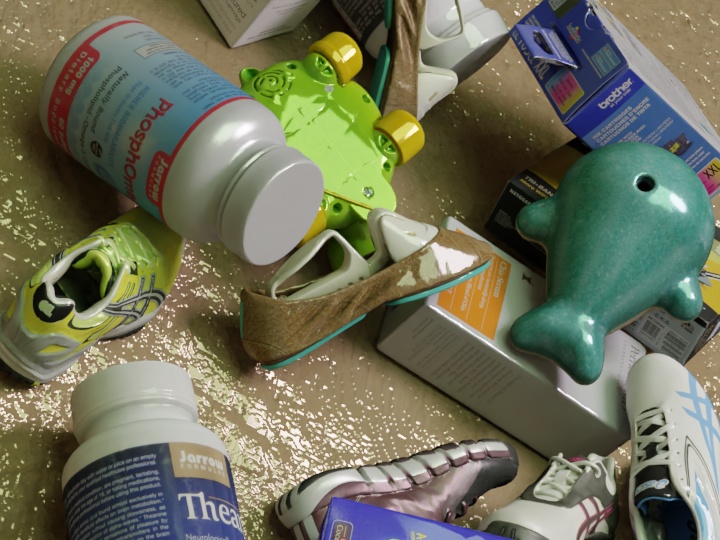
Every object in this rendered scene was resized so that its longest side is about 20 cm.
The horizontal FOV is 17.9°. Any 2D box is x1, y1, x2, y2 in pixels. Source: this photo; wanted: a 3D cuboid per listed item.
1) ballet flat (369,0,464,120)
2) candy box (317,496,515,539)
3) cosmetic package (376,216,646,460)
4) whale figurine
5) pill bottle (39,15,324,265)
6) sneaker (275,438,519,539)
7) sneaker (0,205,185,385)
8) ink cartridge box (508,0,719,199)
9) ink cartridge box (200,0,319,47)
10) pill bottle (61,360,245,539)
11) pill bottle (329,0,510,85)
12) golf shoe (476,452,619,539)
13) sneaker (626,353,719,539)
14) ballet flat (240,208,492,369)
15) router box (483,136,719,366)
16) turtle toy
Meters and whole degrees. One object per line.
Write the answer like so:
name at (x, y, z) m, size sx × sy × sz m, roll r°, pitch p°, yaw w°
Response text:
ballet flat at (0.045, -0.181, 1.809) m, size 0.072 × 0.202 × 0.068 m, roll 6°, pitch 11°, yaw -5°
candy box at (0.055, 0.258, 1.490) m, size 0.198 × 0.077 × 0.170 m, roll 14°, pitch 65°, yaw -1°
cosmetic package at (0.119, 0.060, 1.768) m, size 0.199 × 0.071 × 0.102 m, roll 33°, pitch 44°, yaw -17°
whale figurine at (0.190, -0.013, 1.729) m, size 0.158 × 0.104 × 0.200 m, roll 30°, pitch 61°, yaw 11°
pill bottle at (-0.123, -0.089, 1.602) m, size 0.199 × 0.109 × 0.108 m, roll 35°, pitch 36°, yaw 28°
sneaker at (0.040, 0.192, 1.614) m, size 0.199 × 0.076 × 0.116 m, roll -10°, pitch 71°, yaw -31°
sneaker at (-0.172, 0.007, 1.567) m, size 0.075 × 0.076 × 0.200 m, roll 43°, pitch 40°, yaw -1°
ink cartridge box at (0.204, -0.145, 1.846) m, size 0.200 × 0.076 × 0.137 m, roll 39°, pitch 17°, yaw -38°
ink cartridge box at (-0.063, -0.296, 1.789) m, size 0.084 × 0.200 × 0.145 m, roll -23°, pitch 75°, yaw -46°
pill bottle at (-0.130, 0.165, 1.457) m, size 0.110 × 0.111 × 0.201 m, roll 8°, pitch 55°, yaw -35°
pill bottle at (0.028, -0.246, 1.889) m, size 0.116 × 0.116 × 0.201 m, roll -29°, pitch 80°, yaw -47°
golf shoe at (0.134, 0.172, 1.639) m, size 0.200 × 0.077 × 0.089 m, roll 14°, pitch 89°, yaw -68°
sneaker at (0.228, 0.147, 1.688) m, size 0.072 × 0.071 × 0.202 m, roll 35°, pitch 41°, yaw -47°
ballet flat at (0.000, 0.000, 1.652) m, size 0.199 × 0.068 × 0.073 m, roll -24°, pitch 106°, yaw -12°
router box at (0.220, -0.020, 1.868) m, size 0.199 × 0.052 × 0.157 m, roll 36°, pitch 31°, yaw 13°
turtle toy at (-0.029, -0.071, 1.722) m, size 0.145 × 0.101 × 0.200 m, roll -38°, pitch 89°, yaw -25°
